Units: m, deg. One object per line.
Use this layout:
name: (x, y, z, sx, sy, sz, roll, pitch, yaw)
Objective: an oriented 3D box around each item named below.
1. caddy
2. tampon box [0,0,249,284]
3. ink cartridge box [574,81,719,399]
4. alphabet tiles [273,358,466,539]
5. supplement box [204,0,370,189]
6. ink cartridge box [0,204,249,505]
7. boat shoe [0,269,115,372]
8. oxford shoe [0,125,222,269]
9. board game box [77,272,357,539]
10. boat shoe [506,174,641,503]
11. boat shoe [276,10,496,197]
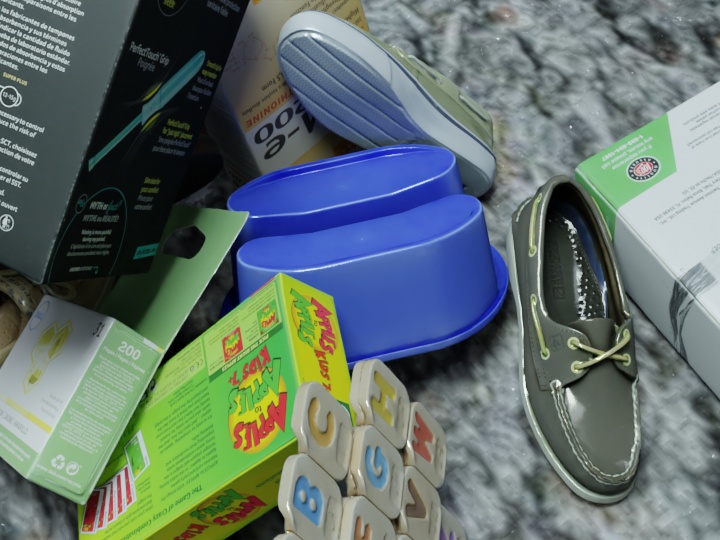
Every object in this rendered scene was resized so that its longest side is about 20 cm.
caddy: (0.000, 0.000, 0.753, 0.196, 0.106, 0.142, -12, 35, -5)
tampon box: (-0.162, -0.113, 0.630, 0.125, 0.150, 0.203, 23, 96, 10)
ink cartridge box: (0.251, -0.012, 0.725, 0.144, 0.085, 0.201, -28, 56, -9)
alphabet tiles: (0.014, 0.153, 0.594, 0.014, 0.196, 0.203, -12, 49, 27)
supplement box: (-0.059, -0.151, 0.801, 0.126, 0.201, 0.073, -42, 49, -17)
ink cartridge box: (-0.165, 0.035, 0.729, 0.145, 0.048, 0.202, 9, 69, 58)
boat shoe: (-0.249, 0.041, 0.795, 0.073, 0.063, 0.201, 26, 64, 26)
oxford shoe: (-0.196, -0.060, 0.772, 0.197, 0.072, 0.072, -25, 72, -10)
board game box: (-0.091, 0.101, 0.674, 0.199, 0.047, 0.103, -36, 50, 28)
boat shoe: (0.136, 0.039, 0.710, 0.071, 0.060, 0.205, -4, 67, -11)
boat shoe: (0.021, -0.121, 0.790, 0.071, 0.199, 0.063, -21, 47, 38)
